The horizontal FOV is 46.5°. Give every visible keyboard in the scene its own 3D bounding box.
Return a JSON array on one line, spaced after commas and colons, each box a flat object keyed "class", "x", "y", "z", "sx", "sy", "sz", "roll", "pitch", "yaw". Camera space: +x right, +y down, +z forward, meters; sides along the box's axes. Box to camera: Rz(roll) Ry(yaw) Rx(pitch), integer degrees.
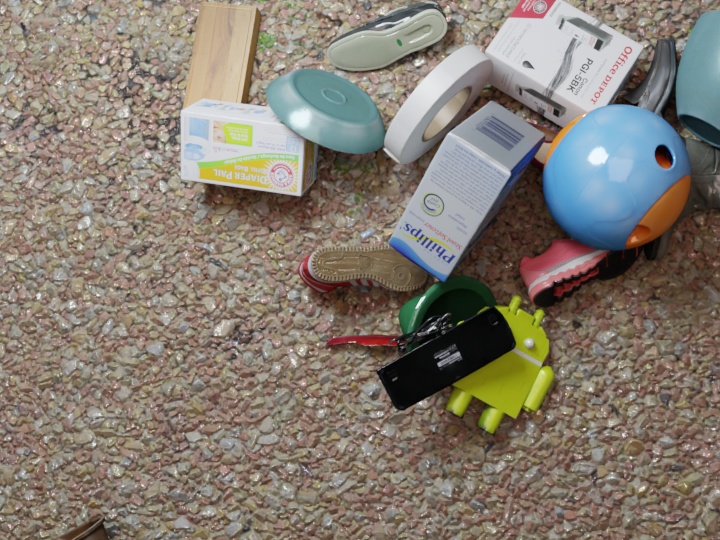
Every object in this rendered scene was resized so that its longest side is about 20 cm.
[{"class": "keyboard", "x": 0.116, "y": 0.109, "z": 1.193, "sx": 0.199, "sy": 0.040, "sz": 0.105, "roll": -28, "pitch": 108, "yaw": -4}]

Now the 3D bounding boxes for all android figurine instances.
[{"class": "android figurine", "x": 0.207, "y": 0.137, "z": 1.245, "sx": 0.181, "sy": 0.041, "sz": 0.201, "roll": 31, "pitch": 85, "yaw": -17}]

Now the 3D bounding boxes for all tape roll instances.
[{"class": "tape roll", "x": 0.116, "y": -0.244, "z": 1.248, "sx": 0.037, "sy": 0.203, "sz": 0.203, "roll": 44, "pitch": 90, "yaw": 10}]

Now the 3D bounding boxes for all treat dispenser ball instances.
[{"class": "treat dispenser ball", "x": 0.355, "y": -0.128, "z": 1.170, "sx": 0.199, "sy": 0.201, "sz": 0.203, "roll": -1, "pitch": 83, "yaw": 7}]

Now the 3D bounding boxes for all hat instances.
[{"class": "hat", "x": 0.087, "y": 0.073, "z": 1.303, "sx": 0.199, "sy": 0.176, "sz": 0.167, "roll": 10, "pitch": 96, "yaw": -34}]

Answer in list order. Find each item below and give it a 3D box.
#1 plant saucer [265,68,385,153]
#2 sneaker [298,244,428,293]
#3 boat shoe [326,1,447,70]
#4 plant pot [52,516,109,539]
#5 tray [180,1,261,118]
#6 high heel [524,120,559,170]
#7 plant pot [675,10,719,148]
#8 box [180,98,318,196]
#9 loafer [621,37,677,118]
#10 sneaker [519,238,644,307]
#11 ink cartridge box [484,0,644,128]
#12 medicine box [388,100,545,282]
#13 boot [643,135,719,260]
[{"class": "plant saucer", "x": -0.046, "y": -0.253, "z": 1.280, "sx": 0.199, "sy": 0.200, "sz": 0.036, "roll": 36, "pitch": 126, "yaw": 10}, {"class": "sneaker", "x": 0.000, "y": 0.000, "z": 1.310, "sx": 0.198, "sy": 0.112, "sz": 0.072, "roll": 6, "pitch": 81, "yaw": -22}, {"class": "boat shoe", "x": 0.041, "y": -0.379, "z": 1.351, "sx": 0.198, "sy": 0.072, "sz": 0.068, "roll": -17, "pitch": 45, "yaw": 12}, {"class": "plant pot", "x": -0.430, "y": 0.506, "z": 1.243, "sx": 0.199, "sy": 0.200, "sz": 0.199, "roll": -28, "pitch": 87, "yaw": 3}, {"class": "tray", "x": -0.230, "y": -0.339, "z": 1.388, "sx": 0.098, "sy": 0.037, "sz": 0.202, "roll": 8, "pitch": 84, "yaw": 8}, {"class": "high heel", "x": 0.285, "y": -0.187, "z": 1.270, "sx": 0.198, "sy": 0.096, "sz": 0.068, "roll": 11, "pitch": 84, "yaw": 9}, {"class": "plant pot", "x": 0.533, "y": -0.254, "z": 1.198, "sx": 0.199, "sy": 0.200, "sz": 0.135, "roll": 35, "pitch": 94, "yaw": 10}, {"class": "box", "x": -0.170, "y": -0.194, "z": 1.310, "sx": 0.198, "sy": 0.101, "sz": 0.113, "roll": 8, "pitch": 113, "yaw": 8}, {"class": "loafer", "x": 0.434, "y": -0.259, "z": 1.274, "sx": 0.072, "sy": 0.073, "sz": 0.202, "roll": 11, "pitch": 84, "yaw": 13}, {"class": "sneaker", "x": 0.330, "y": -0.025, "z": 1.260, "sx": 0.199, "sy": 0.074, "sz": 0.087, "roll": -23, "pitch": 54, "yaw": -5}, {"class": "ink cartridge box", "x": 0.305, "y": -0.318, "z": 1.279, "sx": 0.199, "sy": 0.083, "sz": 0.147, "roll": 33, "pitch": 77, "yaw": 10}, {"class": "medicine box", "x": 0.153, "y": -0.116, "z": 1.198, "sx": 0.103, "sy": 0.182, "sz": 0.201, "roll": 34, "pitch": 125, "yaw": 9}, {"class": "boot", "x": 0.505, "y": -0.101, "z": 1.250, "sx": 0.129, "sy": 0.068, "sz": 0.202, "roll": 14, "pitch": 87, "yaw": 3}]
